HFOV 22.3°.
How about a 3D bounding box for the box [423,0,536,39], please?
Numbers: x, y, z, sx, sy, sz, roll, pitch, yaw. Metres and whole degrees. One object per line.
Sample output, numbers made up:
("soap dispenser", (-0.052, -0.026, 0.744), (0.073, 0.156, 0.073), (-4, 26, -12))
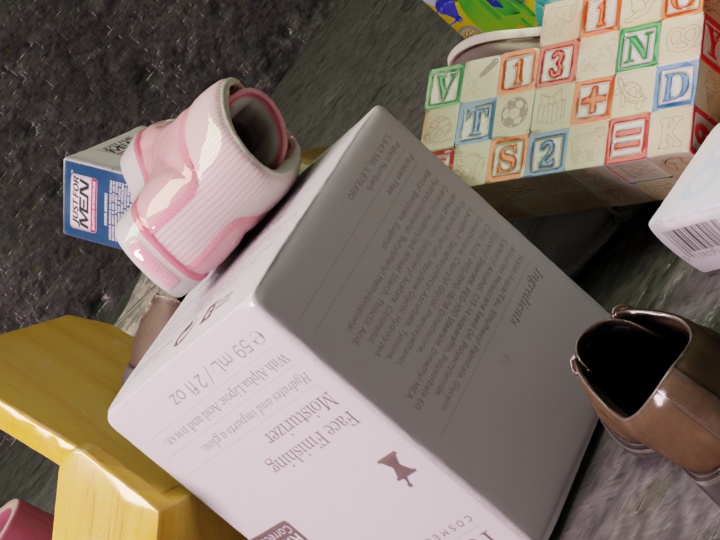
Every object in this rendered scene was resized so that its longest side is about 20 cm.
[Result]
("box", (0.156, -0.302, 1.606), (0.200, 0.192, 0.122), (-41, 14, 40))

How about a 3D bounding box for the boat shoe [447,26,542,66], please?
("boat shoe", (0.134, -0.140, 1.308), (0.199, 0.072, 0.060), (-6, 78, 49))

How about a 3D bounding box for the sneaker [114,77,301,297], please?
("sneaker", (-0.080, -0.062, 1.026), (0.105, 0.075, 0.200), (-47, 15, 12))

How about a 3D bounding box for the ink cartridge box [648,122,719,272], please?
("ink cartridge box", (0.249, -0.096, 0.940), (0.201, 0.047, 0.160), (-56, 12, -17))

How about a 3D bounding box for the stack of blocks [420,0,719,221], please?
("stack of blocks", (0.132, -0.100, 1.100), (0.199, 0.058, 0.116), (-8, 65, 40))

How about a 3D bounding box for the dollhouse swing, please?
("dollhouse swing", (-0.147, 0.142, 1.095), (0.200, 0.175, 0.183), (-20, -60, -65))

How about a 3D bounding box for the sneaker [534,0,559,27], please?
("sneaker", (0.175, -0.236, 1.428), (0.200, 0.083, 0.122), (-56, -33, -66))

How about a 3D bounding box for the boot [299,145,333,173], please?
("boot", (0.000, 0.000, 1.132), (0.200, 0.072, 0.157), (169, 96, -87))

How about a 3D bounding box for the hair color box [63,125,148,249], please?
("hair color box", (-0.102, -0.044, 1.294), (0.100, 0.199, 0.061), (-32, -48, -56))

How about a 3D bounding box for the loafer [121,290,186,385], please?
("loafer", (-0.075, 0.031, 1.127), (0.200, 0.073, 0.071), (-26, -52, -68))

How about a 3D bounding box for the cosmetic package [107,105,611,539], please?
("cosmetic package", (0.007, 0.058, 0.993), (0.165, 0.200, 0.165), (-38, 15, 47))

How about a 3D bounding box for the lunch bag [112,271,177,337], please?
("lunch bag", (-0.088, 0.069, 1.357), (0.139, 0.200, 0.168), (-43, 18, 30))

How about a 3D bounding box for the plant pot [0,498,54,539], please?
("plant pot", (-0.200, 0.257, 1.222), (0.200, 0.179, 0.200), (-47, 12, 13))

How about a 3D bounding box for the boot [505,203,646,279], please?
("boot", (0.162, -0.067, 1.137), (0.201, 0.073, 0.096), (-58, 19, -6))

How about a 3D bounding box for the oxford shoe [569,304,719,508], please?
("oxford shoe", (0.135, 0.044, 0.846), (0.073, 0.084, 0.200), (-52, 9, -2))
